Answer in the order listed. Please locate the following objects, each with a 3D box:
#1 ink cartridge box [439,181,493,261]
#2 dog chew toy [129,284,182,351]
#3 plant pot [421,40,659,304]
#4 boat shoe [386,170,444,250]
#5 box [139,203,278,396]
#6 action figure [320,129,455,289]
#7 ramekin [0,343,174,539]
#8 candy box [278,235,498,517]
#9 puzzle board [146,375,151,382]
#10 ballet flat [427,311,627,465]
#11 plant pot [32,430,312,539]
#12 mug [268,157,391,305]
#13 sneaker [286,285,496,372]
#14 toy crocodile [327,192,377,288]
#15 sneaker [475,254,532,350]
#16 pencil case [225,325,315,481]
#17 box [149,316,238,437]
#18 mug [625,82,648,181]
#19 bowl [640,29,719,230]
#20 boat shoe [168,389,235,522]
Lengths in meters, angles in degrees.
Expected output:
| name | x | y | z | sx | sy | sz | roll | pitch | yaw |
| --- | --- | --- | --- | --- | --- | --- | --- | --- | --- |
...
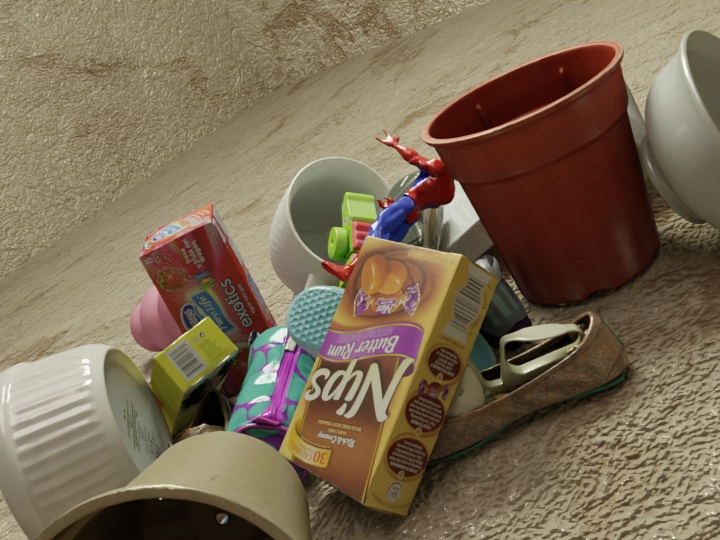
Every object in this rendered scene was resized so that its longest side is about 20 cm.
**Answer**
| name | x | y | z | sx | sy | sz | roll | pitch | yaw |
| --- | --- | --- | --- | --- | --- | --- | --- | --- | --- |
| ink cartridge box | 0.116 | -0.060 | 1.011 | 0.200 | 0.043 | 0.197 | -41 | 17 | 9 |
| dog chew toy | -0.253 | 0.060 | 1.180 | 0.199 | 0.125 | 0.125 | -24 | 18 | 37 |
| plant pot | 0.189 | -0.087 | 0.812 | 0.199 | 0.196 | 0.201 | -24 | 19 | 9 |
| boat shoe | 0.057 | -0.020 | 0.907 | 0.074 | 0.065 | 0.203 | -24 | 39 | 33 |
| box | -0.172 | 0.035 | 0.997 | 0.095 | 0.201 | 0.100 | -26 | 19 | -1 |
| action figure | 0.023 | -0.066 | 0.858 | 0.099 | 0.065 | 0.200 | 32 | 66 | 34 |
| ramekin | -0.252 | 0.165 | 0.790 | 0.104 | 0.201 | 0.200 | -24 | 19 | -2 |
| candy box | 0.021 | 0.079 | 0.675 | 0.116 | 0.056 | 0.201 | 14 | 80 | 49 |
| puzzle board | -0.290 | 0.173 | 1.092 | 0.199 | 0.017 | 0.151 | -19 | 22 | 24 |
| ballet flat | 0.113 | 0.089 | 0.675 | 0.199 | 0.068 | 0.068 | -27 | 20 | 6 |
| plant pot | -0.104 | 0.200 | 0.551 | 0.199 | 0.202 | 0.184 | -26 | 8 | 5 |
| mug | -0.051 | -0.017 | 1.059 | 0.175 | 0.147 | 0.201 | 133 | 155 | -62 |
| sneaker | 0.036 | 0.080 | 0.798 | 0.199 | 0.131 | 0.080 | 18 | 71 | 18 |
| toy crocodile | 0.000 | 0.000 | 0.934 | 0.062 | 0.067 | 0.202 | 128 | 148 | -59 |
| sneaker | 0.112 | 0.046 | 0.805 | 0.074 | 0.088 | 0.200 | -39 | -4 | -3 |
| pencil case | -0.082 | 0.128 | 0.810 | 0.084 | 0.093 | 0.200 | 13 | 24 | -5 |
| box | -0.186 | 0.121 | 0.894 | 0.075 | 0.050 | 0.200 | -39 | -7 | -27 |
| mug | 0.258 | -0.130 | 0.967 | 0.148 | 0.188 | 0.154 | 12 | 29 | -9 |
| bowl | 0.314 | -0.105 | 0.739 | 0.090 | 0.201 | 0.201 | -37 | 10 | 41 |
| boat shoe | -0.151 | 0.184 | 0.788 | 0.072 | 0.073 | 0.200 | -26 | 20 | 8 |
